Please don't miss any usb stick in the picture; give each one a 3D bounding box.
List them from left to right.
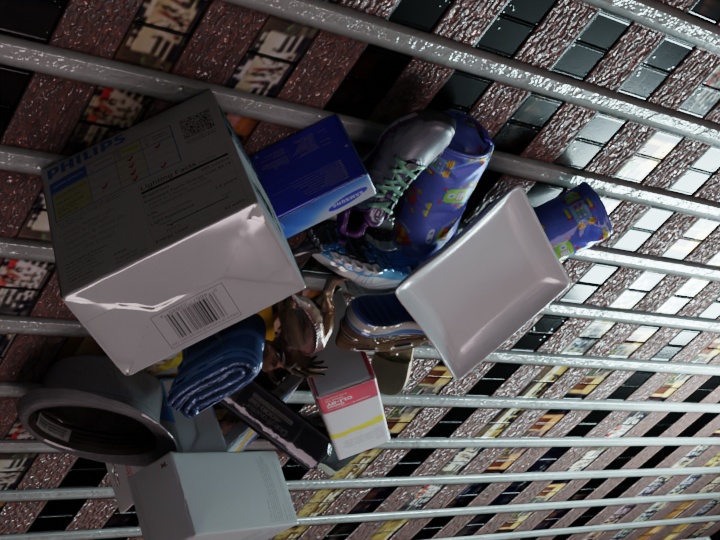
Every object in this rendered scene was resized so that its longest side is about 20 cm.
[{"bbox_3d":[-0.122,0.192,1.468,0.200,0.033,0.055,40,76,-21],"label":"usb stick"}]

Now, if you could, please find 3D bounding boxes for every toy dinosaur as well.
[{"bbox_3d":[-0.068,0.073,1.344,0.086,0.136,0.200,11,172,-8],"label":"toy dinosaur"}]

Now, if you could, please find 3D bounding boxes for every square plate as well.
[{"bbox_3d":[0.153,0.016,1.385,0.200,0.028,0.198,-40,132,-5],"label":"square plate"}]

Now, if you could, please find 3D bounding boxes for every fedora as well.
[{"bbox_3d":[-0.313,0.164,1.362,0.200,0.090,0.177,6,145,4],"label":"fedora"}]

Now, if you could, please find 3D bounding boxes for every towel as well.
[{"bbox_3d":[-0.163,0.103,1.294,0.112,0.049,0.200,-30,-170,4],"label":"towel"}]

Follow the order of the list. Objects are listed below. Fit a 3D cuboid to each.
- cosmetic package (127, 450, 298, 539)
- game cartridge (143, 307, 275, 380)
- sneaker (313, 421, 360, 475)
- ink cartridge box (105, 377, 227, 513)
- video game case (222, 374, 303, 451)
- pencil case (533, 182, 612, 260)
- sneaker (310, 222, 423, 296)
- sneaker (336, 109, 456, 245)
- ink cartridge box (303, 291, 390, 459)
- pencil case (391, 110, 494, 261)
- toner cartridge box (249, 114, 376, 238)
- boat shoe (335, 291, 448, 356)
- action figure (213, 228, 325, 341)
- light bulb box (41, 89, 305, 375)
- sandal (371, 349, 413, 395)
[{"bbox_3d":[-0.179,0.285,1.375,0.085,0.108,0.200,-32,155,28],"label":"cosmetic package"},{"bbox_3d":[-0.207,0.073,1.392,0.200,0.032,0.176,-17,146,-11],"label":"game cartridge"},{"bbox_3d":[-0.043,0.250,1.718,0.106,0.075,0.200,-33,155,3],"label":"sneaker"},{"bbox_3d":[-0.266,0.234,1.478,0.068,0.116,0.200,-3,153,-41],"label":"ink cartridge box"},{"bbox_3d":[-0.164,0.230,1.551,0.143,0.017,0.200,-54,171,36],"label":"video game case"},{"bbox_3d":[0.235,-0.035,1.478,0.200,0.078,0.087,-30,131,7],"label":"pencil case"},{"bbox_3d":[0.000,0.000,1.395,0.200,0.075,0.087,15,135,-45],"label":"sneaker"},{"bbox_3d":[0.038,-0.097,1.217,0.074,0.088,0.200,15,149,-29],"label":"sneaker"},{"bbox_3d":[-0.029,0.146,1.506,0.083,0.145,0.200,-21,147,-5],"label":"ink cartridge box"},{"bbox_3d":[0.097,-0.096,1.316,0.087,0.078,0.200,-2,141,-16],"label":"pencil case"},{"bbox_3d":[-0.093,-0.082,1.196,0.200,0.095,0.043,-26,148,1],"label":"toner cartridge box"},{"bbox_3d":[0.046,0.069,1.424,0.200,0.072,0.072,5,137,-42],"label":"boat shoe"},{"bbox_3d":[-0.147,-0.005,1.256,0.200,0.119,0.102,-34,157,-5],"label":"action figure"},{"bbox_3d":[-0.186,-0.041,1.077,0.198,0.200,0.125,-26,134,0],"label":"light bulb box"},{"bbox_3d":[0.064,0.068,1.540,0.070,0.078,0.212,-47,155,-63],"label":"sandal"}]
